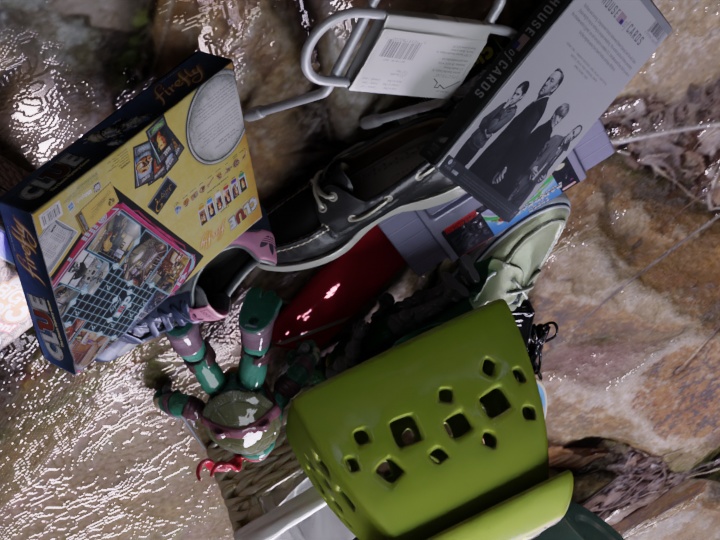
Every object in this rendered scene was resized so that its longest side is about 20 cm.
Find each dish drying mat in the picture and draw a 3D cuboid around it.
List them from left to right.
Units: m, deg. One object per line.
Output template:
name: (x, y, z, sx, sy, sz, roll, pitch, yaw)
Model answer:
dish drying mat: (0.000, 0.000, 1.531, 0.077, 0.018, 0.200, 16, 126, -48)

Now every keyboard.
keyboard: (0.133, 0.082, 1.757, 0.104, 0.040, 0.200, 0, 146, -4)

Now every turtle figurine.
turtle figurine: (-0.101, 0.099, 1.505, 0.149, 0.101, 0.200, -17, 139, -6)

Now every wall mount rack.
wall mount rack: (0.013, -0.152, 1.284, 0.199, 0.075, 0.174, 1, 133, -40)

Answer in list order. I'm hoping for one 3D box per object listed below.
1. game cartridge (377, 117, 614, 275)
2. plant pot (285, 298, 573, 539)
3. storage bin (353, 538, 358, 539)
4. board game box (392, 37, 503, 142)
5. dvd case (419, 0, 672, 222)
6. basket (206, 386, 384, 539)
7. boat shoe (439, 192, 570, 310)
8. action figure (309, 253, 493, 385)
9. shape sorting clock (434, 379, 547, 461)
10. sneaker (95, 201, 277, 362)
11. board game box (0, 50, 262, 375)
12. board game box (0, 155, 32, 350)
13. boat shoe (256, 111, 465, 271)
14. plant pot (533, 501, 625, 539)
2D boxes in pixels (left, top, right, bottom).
game cartridge: (0.108, -0.078, 1.459, 0.200, 0.038, 0.130, -32, 145, 5)
plant pot: (0.062, 0.161, 1.488, 0.199, 0.182, 0.199, -24, 169, -9)
storage bin: (0.030, 0.320, 1.849, 0.199, 0.135, 0.146, -13, 130, -11)
board game box: (0.112, -0.112, 1.465, 0.105, 0.024, 0.200, -36, 148, 13)
dvd case: (0.142, -0.137, 1.338, 0.200, 0.025, 0.150, -51, 150, 5)
basket: (-0.046, 0.217, 1.698, 0.135, 0.124, 0.200, -32, 148, 3)
boat shoe: (0.127, 0.009, 1.607, 0.072, 0.062, 0.200, 7, 133, -45)
action figure: (0.023, 0.054, 1.573, 0.200, 0.055, 0.118, -36, -173, 33)
shape sorting clock: (0.122, 0.193, 1.749, 0.200, 0.039, 0.201, -34, 139, -35)
sneaker: (-0.145, 0.019, 1.376, 0.200, 0.082, 0.070, -44, 146, 22)
board game box: (-0.151, -0.042, 1.211, 0.200, 0.035, 0.136, -42, 138, -37)
board game box: (-0.314, 0.004, 1.200, 0.200, 0.097, 0.159, -37, 148, 11)
boat shoe: (-0.003, -0.063, 1.377, 0.199, 0.074, 0.060, -21, 145, 9)
plant pot: (0.234, 0.369, 2.090, 0.200, 0.201, 0.161, 20, 112, -51)
